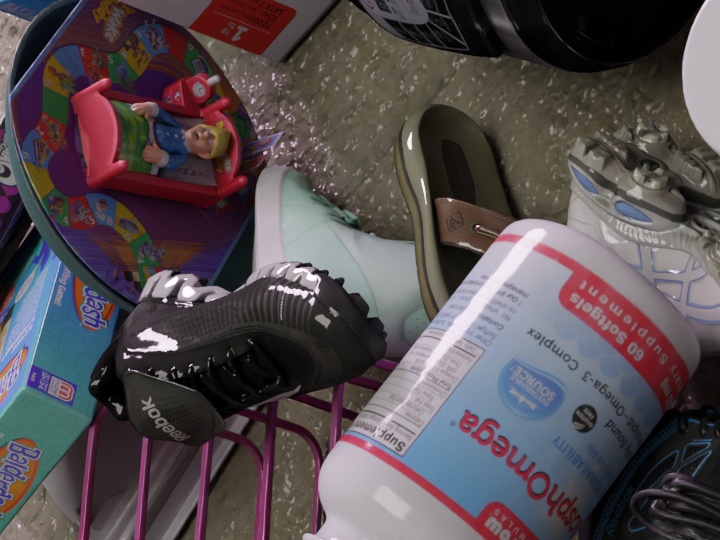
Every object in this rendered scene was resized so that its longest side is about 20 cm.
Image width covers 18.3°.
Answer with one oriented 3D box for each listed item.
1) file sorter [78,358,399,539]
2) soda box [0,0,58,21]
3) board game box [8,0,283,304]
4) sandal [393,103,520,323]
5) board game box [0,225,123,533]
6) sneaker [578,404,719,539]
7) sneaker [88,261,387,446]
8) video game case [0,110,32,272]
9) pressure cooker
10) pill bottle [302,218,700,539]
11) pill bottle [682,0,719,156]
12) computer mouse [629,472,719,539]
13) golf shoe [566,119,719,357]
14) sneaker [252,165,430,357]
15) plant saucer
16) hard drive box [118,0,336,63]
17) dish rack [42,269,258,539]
[{"bbox_3d":[-0.035,0.122,1.145,0.200,0.139,0.126,-13,67,42],"label":"file sorter"},{"bbox_3d":[-0.151,-0.215,1.425,0.200,0.064,0.068,-14,68,41],"label":"soda box"},{"bbox_3d":[-0.106,-0.076,1.227,0.039,0.158,0.200,-26,24,34],"label":"board game box"},{"bbox_3d":[0.068,-0.013,1.125,0.057,0.080,0.201,-41,51,32],"label":"sandal"},{"bbox_3d":[-0.186,0.045,1.284,0.152,0.045,0.200,-48,23,40],"label":"board game box"},{"bbox_3d":[0.159,0.089,0.988,0.200,0.073,0.082,-37,55,42],"label":"sneaker"},{"bbox_3d":[-0.064,0.046,1.050,0.091,0.067,0.200,-50,25,-25],"label":"sneaker"},{"bbox_3d":[-0.216,-0.049,1.374,0.182,0.036,0.200,-59,5,14],"label":"video game case"},{"bbox_3d":[0.066,-0.196,1.116,0.200,0.178,0.176,21,103,42],"label":"pressure cooker"},{"bbox_3d":[0.053,0.083,0.990,0.109,0.109,0.200,25,72,46],"label":"pill bottle"},{"bbox_3d":[0.212,-0.050,0.893,0.113,0.200,0.114,-13,66,31],"label":"pill bottle"},{"bbox_3d":[0.177,0.174,0.957,0.140,0.046,0.200,18,127,21],"label":"computer mouse"},{"bbox_3d":[0.168,0.014,1.040,0.200,0.078,0.097,45,134,43],"label":"golf shoe"},{"bbox_3d":[0.000,0.000,1.210,0.201,0.118,0.074,-101,12,-65],"label":"sneaker"},{"bbox_3d":[-0.130,-0.056,1.251,0.036,0.200,0.201,-25,60,35],"label":"plant saucer"},{"bbox_3d":[-0.050,-0.229,1.261,0.200,0.156,0.077,-46,51,27],"label":"hard drive box"},{"bbox_3d":[-0.135,0.065,1.335,0.172,0.043,0.200,46,111,43],"label":"dish rack"}]
